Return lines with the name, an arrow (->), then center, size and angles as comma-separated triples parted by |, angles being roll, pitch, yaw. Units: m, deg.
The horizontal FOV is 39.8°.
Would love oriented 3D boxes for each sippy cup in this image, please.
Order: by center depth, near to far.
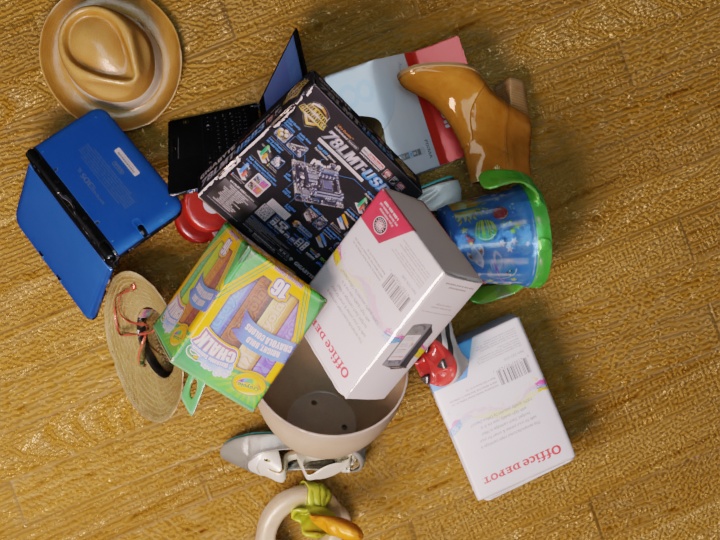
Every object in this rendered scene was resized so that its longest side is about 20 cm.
sippy cup -> 0.166, -0.040, 1.285 | 0.128, 0.140, 0.182 | -6, 97, -9

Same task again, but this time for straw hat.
straw hat -> -0.251, 0.089, 1.303 | 0.084, 0.199, 0.205 | -12, 92, -42

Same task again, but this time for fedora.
fedora -> -0.332, -0.283, 1.299 | 0.196, 0.082, 0.205 | 0, 92, -2

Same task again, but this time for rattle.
rattle -> -0.087, 0.387, 1.290 | 0.200, 0.143, 0.131 | -43, 134, -8

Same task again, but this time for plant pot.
plant pot -> -0.046, 0.160, 1.273 | 0.196, 0.136, 0.203 | 5, 49, -6

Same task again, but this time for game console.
game console -> -0.342, -0.074, 1.285 | 0.170, 0.119, 0.200 | -36, 70, -17

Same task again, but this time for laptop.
laptop -> -0.158, -0.201, 1.249 | 0.196, 0.179, 0.105 | -12, 129, -2

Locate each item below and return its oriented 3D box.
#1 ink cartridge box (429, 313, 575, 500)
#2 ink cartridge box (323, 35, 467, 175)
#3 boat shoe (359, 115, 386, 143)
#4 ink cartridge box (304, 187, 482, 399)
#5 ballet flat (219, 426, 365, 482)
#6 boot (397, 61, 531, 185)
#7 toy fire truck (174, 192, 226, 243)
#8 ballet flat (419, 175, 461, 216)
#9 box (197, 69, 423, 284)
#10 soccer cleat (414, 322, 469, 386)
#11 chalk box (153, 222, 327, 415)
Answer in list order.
ink cartridge box -> 0.179, 0.180, 1.324 | 0.142, 0.085, 0.203 | -23, 90, 0
ink cartridge box -> 0.065, -0.210, 1.330 | 0.196, 0.047, 0.163 | -19, 92, 0
boat shoe -> -0.043, -0.163, 1.282 | 0.074, 0.198, 0.067 | -45, 131, -23
ink cartridge box -> 0.027, 0.030, 1.169 | 0.201, 0.085, 0.148 | -52, 53, 25
ballet flat -> -0.089, 0.249, 1.321 | 0.196, 0.068, 0.064 | -5, 47, -4
boot -> 0.141, -0.187, 1.298 | 0.197, 0.071, 0.147 | 5, 79, -23
toy fire truck -> -0.141, -0.066, 1.306 | 0.167, 0.112, 0.202 | -33, 93, -19
ballet flat -> 0.045, -0.070, 1.323 | 0.196, 0.069, 0.071 | -17, 92, -5
box -> -0.060, -0.102, 1.194 | 0.198, 0.050, 0.199 | -40, 120, 17
soccer cleat -> 0.070, 0.054, 1.256 | 0.068, 0.085, 0.202 | -39, 75, 29
chalk box -> -0.156, 0.070, 1.156 | 0.123, 0.124, 0.202 | 36, 89, -28
